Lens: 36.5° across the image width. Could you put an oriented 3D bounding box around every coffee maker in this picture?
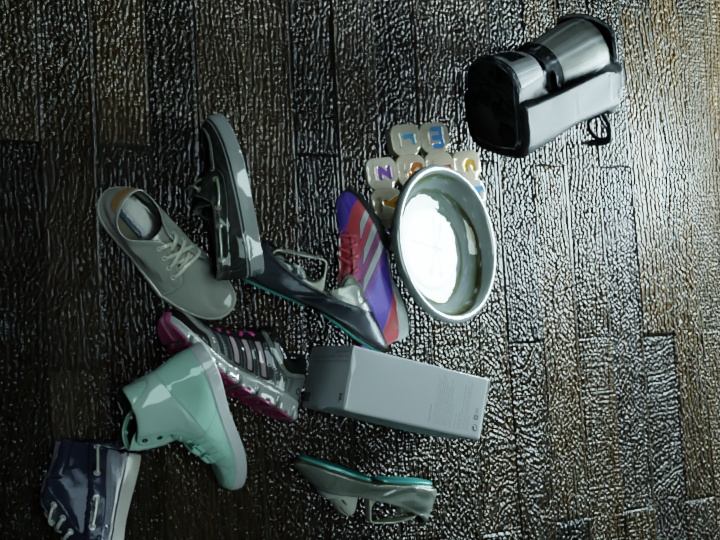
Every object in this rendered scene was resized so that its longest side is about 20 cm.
[{"bbox_3d":[0.254,-0.227,1.478,0.200,0.135,0.193,-30,101,-28],"label":"coffee maker"}]

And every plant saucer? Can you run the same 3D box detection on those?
[{"bbox_3d":[0.094,-0.031,1.377,0.200,0.050,0.201,13,73,-46],"label":"plant saucer"}]

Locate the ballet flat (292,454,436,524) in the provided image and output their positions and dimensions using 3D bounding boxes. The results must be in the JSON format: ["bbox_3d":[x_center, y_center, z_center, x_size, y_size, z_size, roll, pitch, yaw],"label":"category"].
[{"bbox_3d":[0.005,0.272,1.325,0.200,0.067,0.064,17,84,-27],"label":"ballet flat"}]

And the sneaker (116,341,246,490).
[{"bbox_3d":[-0.198,0.180,1.197,0.118,0.074,0.201,-26,126,-18],"label":"sneaker"}]

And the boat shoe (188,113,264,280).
[{"bbox_3d":[-0.162,-0.086,1.249,0.063,0.071,0.201,-10,74,-18],"label":"boat shoe"}]

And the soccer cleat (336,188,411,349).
[{"bbox_3d":[0.000,0.000,1.350,0.073,0.068,0.201,-21,98,-26],"label":"soccer cleat"}]

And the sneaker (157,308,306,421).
[{"bbox_3d":[-0.141,0.092,1.257,0.200,0.074,0.088,36,62,-20],"label":"sneaker"}]

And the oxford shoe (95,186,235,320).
[{"bbox_3d":[-0.215,-0.017,1.231,0.200,0.058,0.075,48,61,-20],"label":"oxford shoe"}]

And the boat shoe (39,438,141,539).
[{"bbox_3d":[-0.299,0.272,1.152,0.093,0.075,0.201,16,69,-23],"label":"boat shoe"}]

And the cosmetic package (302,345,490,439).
[{"bbox_3d":[0.042,0.149,1.332,0.200,0.113,0.081,18,77,-29],"label":"cosmetic package"}]

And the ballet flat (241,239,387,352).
[{"bbox_3d":[-0.044,0.024,1.292,0.200,0.073,0.073,29,71,-5],"label":"ballet flat"}]

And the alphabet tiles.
[{"bbox_3d":[0.088,-0.093,1.432,0.195,0.015,0.201,-10,90,-36],"label":"alphabet tiles"}]
